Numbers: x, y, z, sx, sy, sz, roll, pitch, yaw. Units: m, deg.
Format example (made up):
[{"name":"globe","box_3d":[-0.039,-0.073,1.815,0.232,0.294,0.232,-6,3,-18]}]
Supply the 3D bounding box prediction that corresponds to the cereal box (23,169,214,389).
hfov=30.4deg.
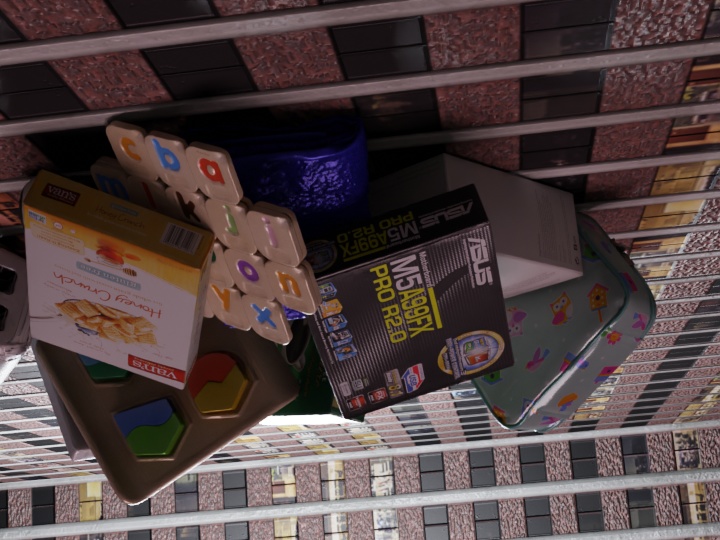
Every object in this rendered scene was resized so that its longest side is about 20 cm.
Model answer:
[{"name":"cereal box","box_3d":[-0.194,0.014,1.054,0.142,0.040,0.201,19,146,1]}]

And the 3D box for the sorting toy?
[{"name":"sorting toy","box_3d":[-0.184,0.091,1.251,0.199,0.186,0.036,-32,170,-4]}]

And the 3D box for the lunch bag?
[{"name":"lunch bag","box_3d":[0.183,0.042,1.283,0.076,0.161,0.201,15,122,-44]}]

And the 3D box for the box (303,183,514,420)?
[{"name":"box","box_3d":[0.037,0.031,1.083,0.158,0.045,0.201,-17,141,0]}]

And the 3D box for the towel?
[{"name":"towel","box_3d":[-0.061,-0.031,1.046,0.145,0.050,0.202,-4,138,2]}]

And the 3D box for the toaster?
[{"name":"toaster","box_3d":[-0.385,0.029,1.210,0.198,0.115,0.129,23,151,-26]}]

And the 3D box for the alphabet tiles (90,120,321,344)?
[{"name":"alphabet tiles","box_3d":[-0.118,-0.028,1.004,0.198,0.015,0.197,17,142,32]}]

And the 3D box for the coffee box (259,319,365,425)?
[{"name":"coffee box","box_3d":[-0.053,0.090,1.305,0.044,0.125,0.199,21,162,-29]}]

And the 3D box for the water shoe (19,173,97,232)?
[{"name":"water shoe","box_3d":[-0.209,-0.028,1.131,0.078,0.073,0.200,-7,166,19]}]

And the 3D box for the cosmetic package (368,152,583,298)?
[{"name":"cosmetic package","box_3d":[0.101,-0.033,1.184,0.107,0.086,0.199,-17,160,38]}]

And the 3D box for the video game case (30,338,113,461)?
[{"name":"video game case","box_3d":[-0.238,0.096,1.349,0.180,0.201,0.023,-3,140,-36]}]
